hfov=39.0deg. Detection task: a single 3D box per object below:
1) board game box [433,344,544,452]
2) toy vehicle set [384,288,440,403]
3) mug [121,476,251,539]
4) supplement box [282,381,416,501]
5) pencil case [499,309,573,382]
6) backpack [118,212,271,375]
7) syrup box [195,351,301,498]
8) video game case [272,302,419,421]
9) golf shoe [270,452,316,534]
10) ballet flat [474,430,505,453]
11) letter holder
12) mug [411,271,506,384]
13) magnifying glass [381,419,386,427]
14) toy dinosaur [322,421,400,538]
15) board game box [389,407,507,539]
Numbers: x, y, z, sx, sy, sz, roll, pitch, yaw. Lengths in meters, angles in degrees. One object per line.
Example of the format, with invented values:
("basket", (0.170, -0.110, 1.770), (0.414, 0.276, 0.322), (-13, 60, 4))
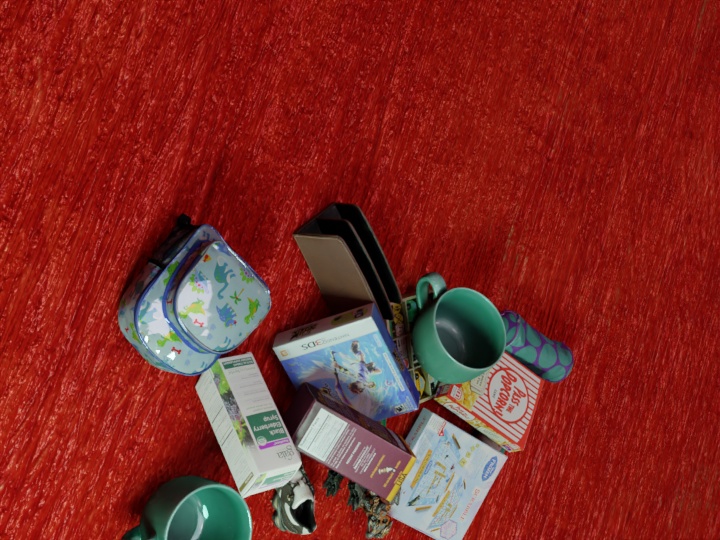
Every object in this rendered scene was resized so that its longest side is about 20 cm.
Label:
("board game box", (0.244, 0.224, 1.908), (0.199, 0.046, 0.153), (36, 59, -21))
("toy vehicle set", (0.094, 0.143, 1.851), (0.123, 0.026, 0.203), (-16, 105, -36))
("mug", (-0.267, 0.382, 1.526), (0.184, 0.114, 0.153), (36, 68, -34))
("supplement box", (-0.022, 0.274, 1.631), (0.199, 0.110, 0.086), (31, 92, -15))
("pencil case", (0.335, 0.148, 2.004), (0.199, 0.085, 0.093), (32, 55, -37))
("backpack", (-0.247, 0.050, 1.499), (0.201, 0.146, 0.183), (-51, 120, -19))
("syrup box", (-0.173, 0.234, 1.550), (0.078, 0.082, 0.201), (-8, 58, -37))
("video game case", (-0.022, 0.168, 1.673), (0.046, 0.179, 0.201), (-77, 144, -58))
("golf shoe", (-0.110, 0.339, 1.670), (0.077, 0.094, 0.202), (-22, 106, -33))
("ballet flat", (0.266, 0.306, 1.973), (0.201, 0.067, 0.071), (-55, 160, -24))
("letter holder", (0.000, 0.000, 1.689), (0.100, 0.141, 0.202), (-39, 116, -28))
("mug", (0.166, 0.108, 1.807), (0.150, 0.114, 0.187), (11, 61, -23))
("magnifying glass", (0.028, 0.251, 1.797), (0.079, 0.022, 0.202), (24, 90, -31))
("toy dinosaur", (0.016, 0.365, 1.768), (0.134, 0.102, 0.203), (2, 74, -36))
("board game box", (0.147, 0.385, 1.871), (0.199, 0.041, 0.201), (33, 86, -27))
